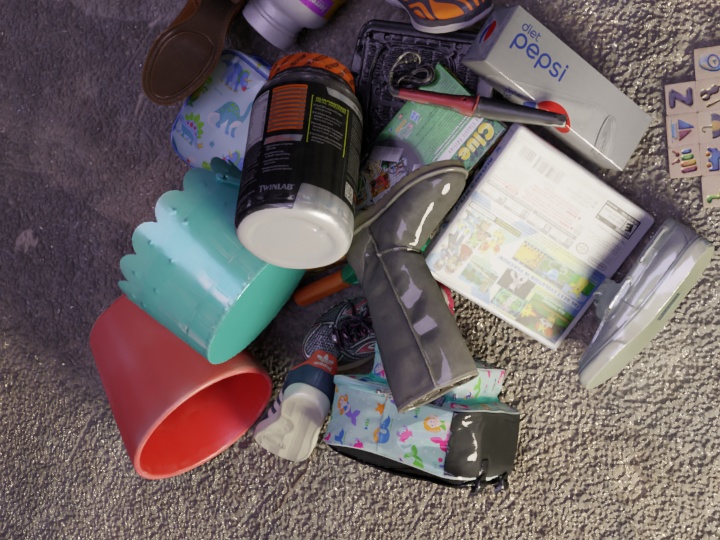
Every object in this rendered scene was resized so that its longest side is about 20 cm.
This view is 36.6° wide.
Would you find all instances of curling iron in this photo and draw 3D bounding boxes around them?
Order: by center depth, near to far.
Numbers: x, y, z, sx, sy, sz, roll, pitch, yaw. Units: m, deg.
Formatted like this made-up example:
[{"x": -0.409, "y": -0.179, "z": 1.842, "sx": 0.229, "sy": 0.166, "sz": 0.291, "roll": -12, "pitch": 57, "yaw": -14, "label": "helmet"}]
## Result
[{"x": 0.114, "y": -0.177, "z": 1.100, "sx": 0.197, "sy": 0.025, "sz": 0.050, "roll": 21, "pitch": 102, "yaw": 21, "label": "curling iron"}]

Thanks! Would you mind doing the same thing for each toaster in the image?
[{"x": 0.070, "y": -0.176, "z": 1.222, "sx": 0.197, "sy": 0.118, "sz": 0.184, "roll": 12, "pitch": 95, "yaw": 23, "label": "toaster"}]

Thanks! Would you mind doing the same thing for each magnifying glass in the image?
[{"x": 0.000, "y": 0.000, "z": 1.289, "sx": 0.198, "sy": 0.079, "sz": 0.023, "roll": -26, "pitch": 57, "yaw": 32, "label": "magnifying glass"}]

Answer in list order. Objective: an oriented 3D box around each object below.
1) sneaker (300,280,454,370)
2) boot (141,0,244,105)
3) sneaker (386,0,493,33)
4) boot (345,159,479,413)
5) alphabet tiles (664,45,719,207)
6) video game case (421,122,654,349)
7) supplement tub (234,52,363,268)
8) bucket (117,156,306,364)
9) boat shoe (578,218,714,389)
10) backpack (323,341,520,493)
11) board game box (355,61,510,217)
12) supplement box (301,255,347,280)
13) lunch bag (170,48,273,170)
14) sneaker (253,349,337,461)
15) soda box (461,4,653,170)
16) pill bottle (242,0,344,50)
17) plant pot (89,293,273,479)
[{"x": 0.010, "y": 0.060, "z": 1.277, "sx": 0.198, "sy": 0.074, "sz": 0.082, "roll": -26, "pitch": 81, "yaw": 23, "label": "sneaker"}, {"x": -0.194, "y": -0.299, "z": 1.319, "sx": 0.076, "sy": 0.156, "sz": 0.202, "roll": 26, "pitch": 103, "yaw": -12, "label": "boot"}, {"x": 0.061, "y": -0.328, "z": 1.155, "sx": 0.077, "sy": 0.113, "sz": 0.200, "roll": -34, "pitch": 39, "yaw": -14, "label": "sneaker"}, {"x": 0.068, "y": 0.016, "z": 1.084, "sx": 0.181, "sy": 0.072, "sz": 0.203, "roll": -39, "pitch": 59, "yaw": 33, "label": "boot"}, {"x": 0.418, "y": -0.155, "z": 1.127, "sx": 0.197, "sy": 0.006, "sz": 0.170, "roll": -4, "pitch": 89, "yaw": 24, "label": "alphabet tiles"}, {"x": 0.187, "y": -0.032, "z": 1.158, "sx": 0.198, "sy": 0.022, "sz": 0.183, "roll": 29, "pitch": 106, "yaw": -23, "label": "video game case"}, {"x": -0.060, "y": -0.115, "z": 1.121, "sx": 0.120, "sy": 0.123, "sz": 0.203, "roll": -9, "pitch": 57, "yaw": 24, "label": "supplement tub"}, {"x": -0.156, "y": -0.007, "z": 1.214, "sx": 0.134, "sy": 0.207, "sz": 0.208, "roll": 39, "pitch": 106, "yaw": 11, "label": "bucket"}, {"x": 0.289, "y": 0.034, "z": 1.161, "sx": 0.071, "sy": 0.070, "sz": 0.202, "roll": 43, "pitch": 103, "yaw": 28, "label": "boat shoe"}, {"x": 0.062, "y": 0.158, "z": 1.200, "sx": 0.197, "sy": 0.177, "sz": 0.154, "roll": 2, "pitch": 85, "yaw": 28, "label": "backpack"}, {"x": 0.056, "y": -0.108, "z": 1.153, "sx": 0.105, "sy": 0.023, "sz": 0.200, "roll": 47, "pitch": 108, "yaw": 17, "label": "board game box"}, {"x": -0.101, "y": -0.014, "z": 1.331, "sx": 0.198, "sy": 0.066, "sz": 0.070, "roll": -23, "pitch": 82, "yaw": 23, "label": "supplement box"}, {"x": -0.122, "y": -0.165, "z": 1.329, "sx": 0.199, "sy": 0.082, "sz": 0.162, "roll": 38, "pitch": 106, "yaw": 19, "label": "lunch bag"}, {"x": -0.069, "y": 0.160, "z": 1.297, "sx": 0.074, "sy": 0.085, "sz": 0.200, "roll": 28, "pitch": 146, "yaw": -7, "label": "sneaker"}, {"x": 0.204, "y": -0.186, "z": 1.125, "sx": 0.199, "sy": 0.063, "sz": 0.069, "roll": 34, "pitch": 87, "yaw": -20, "label": "soda box"}, {"x": -0.051, "y": -0.360, "z": 1.282, "sx": 0.104, "sy": 0.104, "sz": 0.200, "roll": 47, "pitch": 109, "yaw": 16, "label": "pill bottle"}, {"x": -0.231, "y": 0.123, "z": 1.335, "sx": 0.201, "sy": 0.199, "sz": 0.178, "roll": -46, "pitch": 64, "yaw": 18, "label": "plant pot"}]
